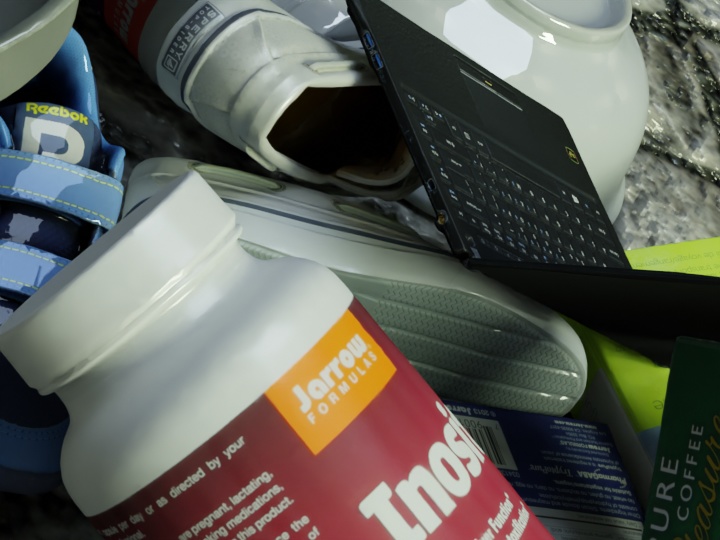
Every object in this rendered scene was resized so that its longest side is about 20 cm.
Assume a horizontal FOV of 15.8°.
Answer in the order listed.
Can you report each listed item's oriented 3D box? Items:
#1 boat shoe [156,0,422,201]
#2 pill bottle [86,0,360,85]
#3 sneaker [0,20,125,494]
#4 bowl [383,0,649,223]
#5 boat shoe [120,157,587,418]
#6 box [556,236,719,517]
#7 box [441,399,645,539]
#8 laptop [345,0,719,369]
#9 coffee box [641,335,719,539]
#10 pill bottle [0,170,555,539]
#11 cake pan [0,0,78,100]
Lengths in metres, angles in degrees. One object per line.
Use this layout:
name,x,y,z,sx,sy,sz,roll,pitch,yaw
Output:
boat shoe,-0.001,-0.056,1.024,0.070,0.071,0.200,42,9,27
pill bottle,-0.076,-0.152,1.098,0.200,0.113,0.112,50,35,18
sneaker,-0.124,-0.011,0.908,0.074,0.082,0.200,20,39,-28
bowl,0.062,-0.111,1.201,0.201,0.090,0.201,25,36,-20
boat shoe,0.000,0.000,1.019,0.200,0.074,0.067,22,36,-23
box,0.163,0.074,1.073,0.122,0.048,0.200,-8,51,-20
box,0.074,0.137,0.959,0.121,0.032,0.200,11,42,-35
laptop,0.108,-0.029,0.990,0.177,0.103,0.200,26,36,-54
coffee box,0.180,0.095,0.882,0.044,0.123,0.200,8,0,-39
pill bottle,-0.023,0.071,0.838,0.200,0.113,0.113,50,32,-7
cake pan,-0.188,-0.108,0.930,0.200,0.037,0.200,0,39,0
